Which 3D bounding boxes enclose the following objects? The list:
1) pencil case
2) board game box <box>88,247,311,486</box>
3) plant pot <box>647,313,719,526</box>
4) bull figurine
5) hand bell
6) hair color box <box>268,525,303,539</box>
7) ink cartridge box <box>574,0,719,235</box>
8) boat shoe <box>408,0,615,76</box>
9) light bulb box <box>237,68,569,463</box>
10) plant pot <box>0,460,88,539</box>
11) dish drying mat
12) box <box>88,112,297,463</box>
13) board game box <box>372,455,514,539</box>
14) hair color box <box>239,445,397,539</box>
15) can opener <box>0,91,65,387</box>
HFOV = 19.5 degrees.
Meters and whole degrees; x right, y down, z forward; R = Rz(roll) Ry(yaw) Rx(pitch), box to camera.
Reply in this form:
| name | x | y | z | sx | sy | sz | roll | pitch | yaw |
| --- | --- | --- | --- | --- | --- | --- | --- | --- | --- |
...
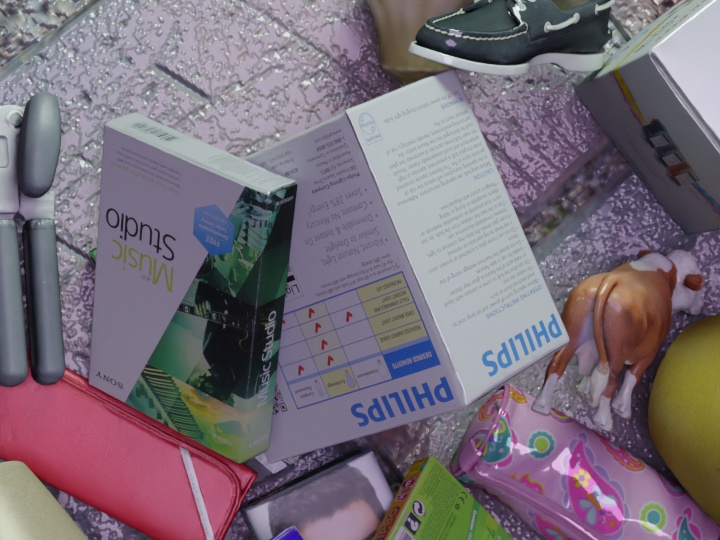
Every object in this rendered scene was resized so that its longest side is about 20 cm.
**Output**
| name | x | y | z | sx | sy | sz | roll | pitch | yaw |
| --- | --- | --- | --- | --- | --- | --- | --- | --- | --- |
| pencil case | 0.161 | 0.162 | 1.481 | 0.200 | 0.087 | 0.087 | 34 | 84 | -6 |
| board game box | -0.099 | 0.050 | 1.475 | 0.105 | 0.023 | 0.200 | -28 | 94 | -6 |
| plant pot | 0.286 | 0.102 | 1.457 | 0.142 | 0.200 | 0.200 | 20 | 84 | 37 |
| bull figurine | 0.182 | 0.043 | 1.457 | 0.065 | 0.200 | 0.122 | 22 | 100 | 24 |
| hand bell | 0.040 | -0.109 | 1.479 | 0.104 | 0.104 | 0.200 | 0 | 100 | -9 |
| hair color box | -0.041 | 0.287 | 1.409 | 0.109 | 0.065 | 0.200 | -35 | 88 | 31 |
| ink cartridge box | 0.266 | -0.125 | 1.445 | 0.145 | 0.200 | 0.145 | -39 | 95 | -8 |
| boat shoe | 0.105 | -0.170 | 1.416 | 0.076 | 0.200 | 0.060 | 24 | 111 | 29 |
| light bulb box | 0.000 | 0.000 | 1.389 | 0.125 | 0.198 | 0.200 | -26 | 94 | -46 |
| plant pot | -0.233 | 0.236 | 1.387 | 0.187 | 0.187 | 0.200 | -21 | 78 | -9 |
| dish drying mat | -0.176 | 0.126 | 1.450 | 0.200 | 0.018 | 0.077 | 28 | 86 | 1 |
| box | -0.114 | 0.012 | 1.382 | 0.036 | 0.144 | 0.200 | -26 | 130 | -46 |
| board game box | 0.089 | 0.230 | 1.457 | 0.200 | 0.030 | 0.096 | 45 | 50 | -17 |
| hair color box | 0.002 | 0.235 | 1.467 | 0.099 | 0.061 | 0.200 | -25 | 92 | -8 |
| can opener | -0.232 | -0.021 | 1.430 | 0.053 | 0.066 | 0.200 | -1 | 84 | -21 |
